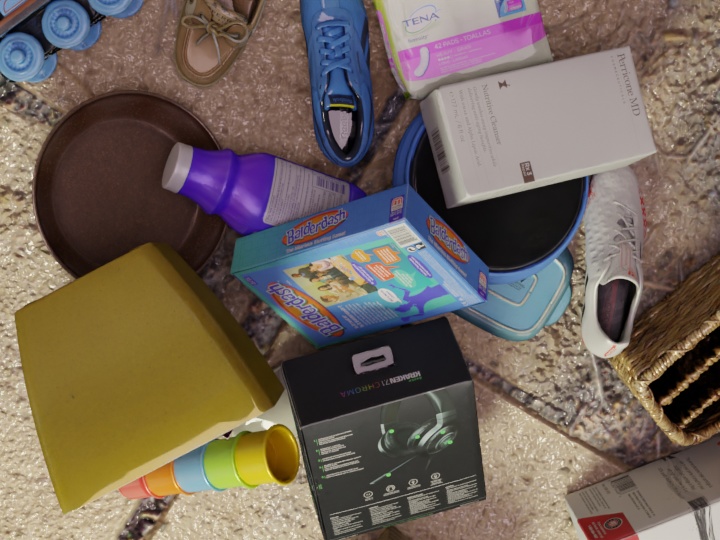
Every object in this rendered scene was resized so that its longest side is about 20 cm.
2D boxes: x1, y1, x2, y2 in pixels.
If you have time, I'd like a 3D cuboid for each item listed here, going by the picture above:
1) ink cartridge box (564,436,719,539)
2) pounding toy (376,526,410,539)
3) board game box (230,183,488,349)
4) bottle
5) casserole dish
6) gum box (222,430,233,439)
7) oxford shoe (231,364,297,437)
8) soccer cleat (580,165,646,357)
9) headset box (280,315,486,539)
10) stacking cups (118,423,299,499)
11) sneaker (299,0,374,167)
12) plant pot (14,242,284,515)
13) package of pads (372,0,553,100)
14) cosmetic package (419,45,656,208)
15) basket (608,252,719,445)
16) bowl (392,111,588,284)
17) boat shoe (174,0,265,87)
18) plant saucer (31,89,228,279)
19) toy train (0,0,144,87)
[{"bbox_3d":[0.327,0.256,1.664,0.199,0.144,0.084,-22,104,0],"label":"ink cartridge box"},{"bbox_3d":[0.050,0.402,1.690,0.200,0.142,0.184,39,96,-1],"label":"pounding toy"},{"bbox_3d":[0.000,0.000,1.553,0.199,0.045,0.152,-17,139,29],"label":"board game box"},{"bbox_3d":[-0.093,-0.071,1.578,0.199,0.065,0.084,18,67,-20],"label":"bottle"},{"bbox_3d":[0.129,-0.004,1.647,0.200,0.039,0.121,29,98,-11],"label":"casserole dish"},{"bbox_3d":[-0.203,0.079,1.596,0.200,0.114,0.066,28,98,-10],"label":"gum box"},{"bbox_3d":[-0.043,0.125,1.649,0.199,0.058,0.075,-23,105,2],"label":"oxford shoe"},{"bbox_3d":[0.255,-0.013,1.619,0.068,0.085,0.201,7,86,-6],"label":"soccer cleat"},{"bbox_3d":[0.024,0.155,1.594,0.173,0.093,0.200,-16,135,-5],"label":"headset box"},{"bbox_3d":[-0.155,0.193,1.614,0.199,0.060,0.061,-11,105,34],"label":"stacking cups"},{"bbox_3d":[-0.020,-0.200,1.574,0.066,0.078,0.201,-6,101,-2],"label":"sneaker"},{"bbox_3d":[-0.199,0.081,1.449,0.199,0.200,0.177,-27,90,0],"label":"plant pot"},{"bbox_3d":[0.085,-0.275,1.565,0.154,0.068,0.201,-15,95,-2],"label":"package of pads"},{"bbox_3d":[0.169,-0.137,1.551,0.199,0.081,0.113,-16,88,-12],"label":"cosmetic package"},{"bbox_3d":[0.370,0.086,1.631,0.200,0.149,0.143,-39,102,3],"label":"basket"},{"bbox_3d":[0.131,-0.087,1.601,0.200,0.039,0.202,1,86,-12],"label":"bowl"},{"bbox_3d":[-0.124,-0.270,1.556,0.073,0.063,0.201,22,99,-10],"label":"boat shoe"},{"bbox_3d":[-0.224,-0.074,1.577,0.200,0.037,0.201,-1,91,-24],"label":"plant saucer"},{"bbox_3d":[-0.293,-0.261,1.536,0.200,0.087,0.114,-35,93,5],"label":"toy train"}]
